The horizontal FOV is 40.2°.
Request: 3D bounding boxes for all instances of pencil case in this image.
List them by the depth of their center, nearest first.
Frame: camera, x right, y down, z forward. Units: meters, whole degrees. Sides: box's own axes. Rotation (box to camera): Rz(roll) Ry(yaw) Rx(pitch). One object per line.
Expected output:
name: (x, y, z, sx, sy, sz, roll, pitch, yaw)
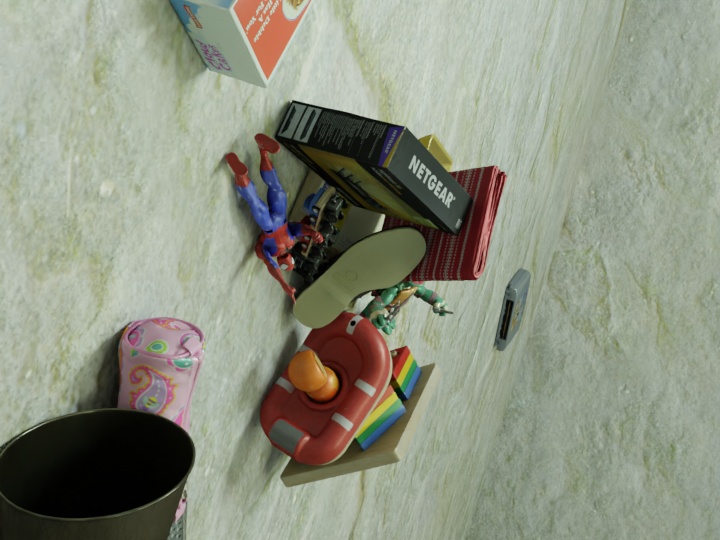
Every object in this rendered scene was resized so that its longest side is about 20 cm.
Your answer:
pencil case: (-0.198, 0.147, 0.954, 0.087, 0.087, 0.201, -34, 137, -60)

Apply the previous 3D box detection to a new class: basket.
basket: (-0.241, 0.246, 0.866, 0.180, 0.136, 0.200, -18, 130, -49)

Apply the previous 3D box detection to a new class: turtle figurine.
turtle figurine: (0.057, 0.045, 1.428, 0.149, 0.101, 0.200, -5, 158, -32)

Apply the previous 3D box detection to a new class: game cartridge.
game cartridge: (0.407, 0.102, 2.617, 0.133, 0.041, 0.200, -39, 143, -50)

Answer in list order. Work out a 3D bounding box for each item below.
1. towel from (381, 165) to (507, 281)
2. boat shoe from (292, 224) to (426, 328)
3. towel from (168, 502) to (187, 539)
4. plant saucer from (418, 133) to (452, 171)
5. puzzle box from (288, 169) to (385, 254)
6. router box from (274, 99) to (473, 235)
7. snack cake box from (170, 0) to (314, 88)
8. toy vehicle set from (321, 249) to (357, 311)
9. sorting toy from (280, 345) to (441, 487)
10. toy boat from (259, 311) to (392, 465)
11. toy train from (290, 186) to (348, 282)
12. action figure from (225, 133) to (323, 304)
towel: (0.094, -0.054, 1.229, 0.022, 0.200, 0.145, 23, 76, -35)
boat shoe: (-0.002, -0.002, 1.246, 0.201, 0.074, 0.063, -35, -162, 25)
towel: (-0.245, 0.319, 1.060, 0.200, 0.034, 0.193, -41, 145, -54)
plant saucer: (0.075, -0.100, 1.503, 0.200, 0.048, 0.201, 24, 85, -75)
puzzle box: (-0.011, -0.087, 1.271, 0.200, 0.025, 0.133, 37, 75, -58)
router box: (0.020, -0.115, 1.130, 0.200, 0.157, 0.052, 36, 76, -55)
snack cake box: (-0.084, -0.284, 0.891, 0.200, 0.067, 0.115, -64, 161, -18)
toy vehicle set: (-0.010, -0.044, 1.370, 0.201, 0.026, 0.124, -71, 161, 0)
sorting toy: (-0.010, 0.198, 1.389, 0.070, 0.200, 0.199, 59, 33, -18)
toy boat: (-0.051, 0.140, 1.257, 0.200, 0.130, 0.131, -56, 152, -13)
toy train: (-0.054, -0.043, 1.157, 0.034, 0.046, 0.200, -56, 176, -28)
action figure: (-0.083, -0.045, 1.067, 0.065, 0.099, 0.200, -35, 151, -16)
